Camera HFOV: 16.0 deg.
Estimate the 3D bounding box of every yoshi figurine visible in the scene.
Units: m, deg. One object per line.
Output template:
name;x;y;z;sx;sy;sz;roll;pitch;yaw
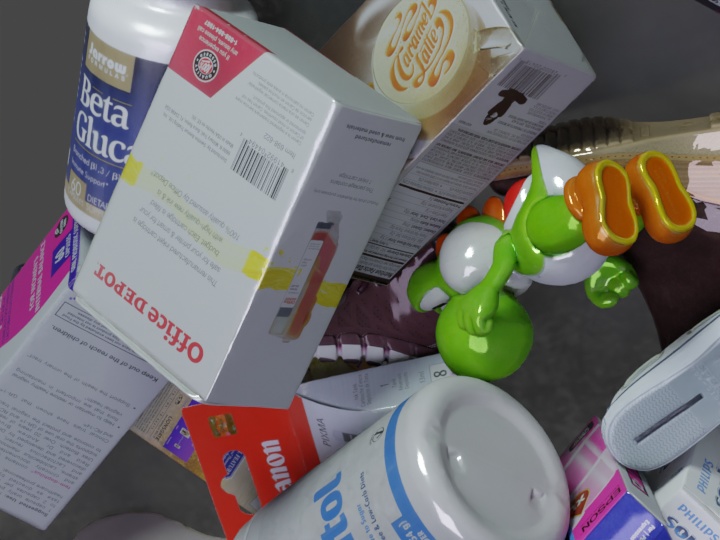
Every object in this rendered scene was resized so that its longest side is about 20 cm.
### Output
yoshi figurine;0.110;0.007;1.565;0.112;0.112;0.200;41;138;-20

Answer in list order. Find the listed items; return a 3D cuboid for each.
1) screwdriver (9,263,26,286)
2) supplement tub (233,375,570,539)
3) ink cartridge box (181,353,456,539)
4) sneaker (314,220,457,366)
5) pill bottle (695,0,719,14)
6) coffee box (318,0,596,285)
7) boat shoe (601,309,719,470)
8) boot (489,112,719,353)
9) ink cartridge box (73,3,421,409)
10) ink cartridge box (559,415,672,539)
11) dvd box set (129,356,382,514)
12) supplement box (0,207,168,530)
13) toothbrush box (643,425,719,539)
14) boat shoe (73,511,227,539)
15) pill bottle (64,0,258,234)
screwdriver;-0.250;0.082;1.825;0.029;0.028;0.201;6;122;-18
supplement tub;0.023;0.165;1.601;0.132;0.132;0.200;46;128;-6
ink cartridge box;-0.002;0.140;1.694;0.199;0.057;0.163;-14;130;2
sneaker;0.000;0.000;1.676;0.198;0.076;0.116;8;109;-10
pill bottle;0.250;-0.190;1.492;0.199;0.111;0.112;30;119;3
coffee box;0.033;-0.102;1.586;0.200;0.079;0.115;-44;55;26
boat shoe;0.232;0.047;1.578;0.199;0.067;0.074;-29;108;11
boot;0.180;-0.011;1.616;0.198;0.072;0.168;-4;110;15
ink cartridge box;-0.072;-0.037;1.556;0.145;0.083;0.201;37;107;38
ink cartridge box;0.140;0.163;1.591;0.037;0.200;0.095;38;100;-13
dvd box set;-0.048;0.104;1.766;0.199;0.029;0.147;33;119;2
supplement box;-0.201;0.063;1.739;0.103;0.102;0.200;27;120;-22
toothbrush box;0.182;0.189;1.667;0.085;0.147;0.200;41;118;-5
boat shoe;-0.110;0.234;1.825;0.199;0.075;0.093;8;137;29
pill bottle;-0.125;-0.124;1.641;0.110;0.111;0.201;16;117;10
